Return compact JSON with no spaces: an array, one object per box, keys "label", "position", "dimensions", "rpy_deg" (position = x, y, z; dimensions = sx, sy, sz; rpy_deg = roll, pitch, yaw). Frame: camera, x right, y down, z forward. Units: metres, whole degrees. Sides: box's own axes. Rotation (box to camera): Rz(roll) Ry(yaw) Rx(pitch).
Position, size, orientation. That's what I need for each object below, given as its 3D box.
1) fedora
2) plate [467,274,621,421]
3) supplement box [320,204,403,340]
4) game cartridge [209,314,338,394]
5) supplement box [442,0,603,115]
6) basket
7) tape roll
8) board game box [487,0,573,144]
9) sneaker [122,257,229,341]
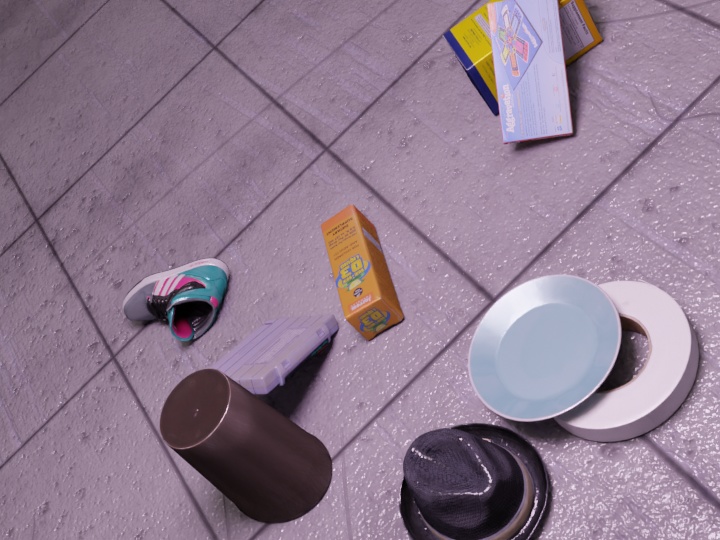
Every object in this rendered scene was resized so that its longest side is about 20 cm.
[{"label":"fedora","position":[0.117,0.249,1.283],"dimensions":[0.199,0.092,0.203],"rpy_deg":[-20,48,23]},{"label":"plate","position":[0.224,0.096,1.321],"dimensions":[0.198,0.026,0.202],"rpy_deg":[-20,48,24]},{"label":"supplement box","position":[0.000,0.000,1.584],"dimensions":[0.066,0.069,0.201],"rpy_deg":[-31,46,15]},{"label":"game cartridge","position":[-0.128,0.120,1.538],"dimensions":[0.128,0.039,0.200],"rpy_deg":[-1,23,31]},{"label":"supplement box","position":[0.244,-0.353,1.647],"dimensions":[0.199,0.109,0.110],"rpy_deg":[-34,44,9]},{"label":"basket","position":[-0.161,0.225,1.428],"dimensions":[0.179,0.200,0.137],"rpy_deg":[4,59,39]},{"label":"tape roll","position":[0.302,0.105,1.301],"dimensions":[0.201,0.037,0.205],"rpy_deg":[-20,47,23]},{"label":"board game box","position":[0.243,-0.289,1.562],"dimensions":[0.101,0.019,0.203],"rpy_deg":[-6,90,10]},{"label":"sneaker","position":[-0.303,0.065,1.748],"dimensions":[0.198,0.084,0.122],"rpy_deg":[-23,37,19]}]
